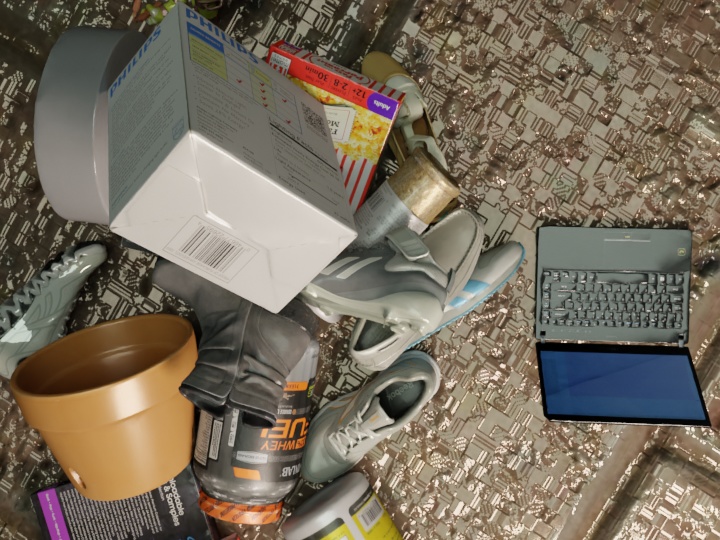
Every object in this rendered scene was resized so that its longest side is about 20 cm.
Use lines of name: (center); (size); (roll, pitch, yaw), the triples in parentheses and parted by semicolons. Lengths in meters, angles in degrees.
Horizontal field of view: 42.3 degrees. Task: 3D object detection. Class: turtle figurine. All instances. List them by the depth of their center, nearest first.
turtle figurine: (-0.150, -0.318, 0.990); (0.064, 0.161, 0.201); (42, 94, 1)

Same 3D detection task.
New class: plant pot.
plant pot: (-0.261, 0.151, 1.012); (0.195, 0.201, 0.143); (-11, 109, 4)

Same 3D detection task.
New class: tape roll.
tape roll: (-0.269, -0.151, 0.984); (0.064, 0.200, 0.206); (5, 92, 7)

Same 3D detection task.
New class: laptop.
laptop: (0.280, 0.055, 1.003); (0.173, 0.103, 0.205); (2, 92, 3)

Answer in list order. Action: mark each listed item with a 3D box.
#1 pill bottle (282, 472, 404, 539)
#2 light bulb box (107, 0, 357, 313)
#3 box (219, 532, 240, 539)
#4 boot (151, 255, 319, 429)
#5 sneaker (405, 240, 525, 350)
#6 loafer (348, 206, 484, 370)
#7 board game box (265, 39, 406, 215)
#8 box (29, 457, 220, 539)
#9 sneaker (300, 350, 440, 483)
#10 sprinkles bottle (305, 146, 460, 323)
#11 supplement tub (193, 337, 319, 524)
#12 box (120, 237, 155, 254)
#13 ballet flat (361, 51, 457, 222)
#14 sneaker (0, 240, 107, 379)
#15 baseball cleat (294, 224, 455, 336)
pill bottle: (0.008, 0.337, 1.027); (0.111, 0.112, 0.202); (-32, 89, 4)
light bulb box: (-0.124, -0.104, 0.868); (0.124, 0.202, 0.197); (-40, 131, 24)
box: (-0.198, 0.401, 1.061); (0.197, 0.040, 0.139); (-25, 109, 4)
boot: (-0.150, 0.067, 0.930); (0.196, 0.070, 0.133); (20, 65, 19)
sneaker: (0.091, 0.016, 1.030); (0.197, 0.077, 0.082); (-31, 84, 1)
loafer: (0.059, 0.017, 0.968); (0.069, 0.070, 0.202); (35, 88, 20)
board game box: (-0.054, -0.125, 1.016); (0.149, 0.046, 0.203); (22, 114, 3)
box: (-0.269, 0.298, 1.084); (0.196, 0.036, 0.146); (-17, 92, 6)
sneaker: (0.004, 0.165, 1.032); (0.199, 0.092, 0.076); (-43, 89, 5)
sprinkles bottle: (0.016, -0.036, 0.983); (0.068, 0.068, 0.200); (44, 103, 1)
supplement tub: (-0.117, 0.164, 1.025); (0.119, 0.123, 0.205); (9, 93, 3)
box: (-0.200, -0.120, 1.025); (0.059, 0.117, 0.205); (12, 94, 6)
ballet flat: (0.061, -0.154, 1.028); (0.068, 0.063, 0.204); (-24, 93, -23)
sneaker: (-0.359, 0.043, 1.070); (0.199, 0.075, 0.081); (-40, 103, 6)
baseball cleat: (0.000, 0.000, 0.930); (0.196, 0.070, 0.108); (17, 70, 20)
